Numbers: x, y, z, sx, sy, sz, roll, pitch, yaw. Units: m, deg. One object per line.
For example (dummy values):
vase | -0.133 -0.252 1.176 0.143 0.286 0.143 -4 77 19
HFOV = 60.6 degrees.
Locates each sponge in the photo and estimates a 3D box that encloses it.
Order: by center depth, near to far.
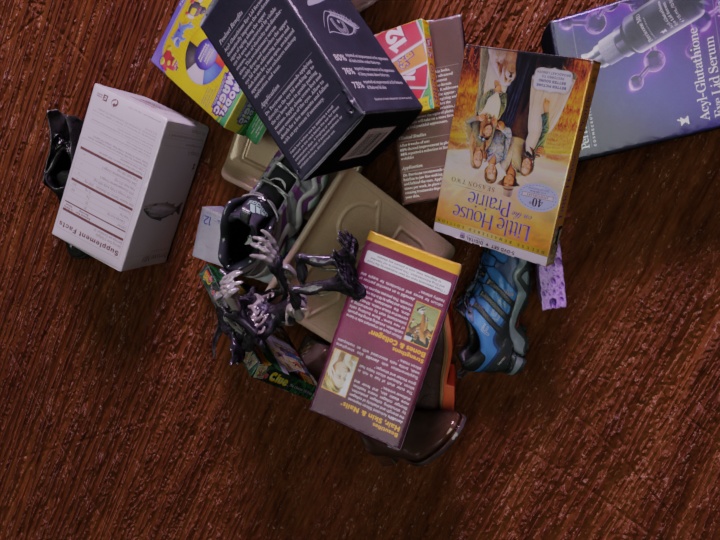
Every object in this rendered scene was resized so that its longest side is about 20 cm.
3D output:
sponge | 0.211 -0.065 0.715 0.029 0.111 0.208 -6 95 15

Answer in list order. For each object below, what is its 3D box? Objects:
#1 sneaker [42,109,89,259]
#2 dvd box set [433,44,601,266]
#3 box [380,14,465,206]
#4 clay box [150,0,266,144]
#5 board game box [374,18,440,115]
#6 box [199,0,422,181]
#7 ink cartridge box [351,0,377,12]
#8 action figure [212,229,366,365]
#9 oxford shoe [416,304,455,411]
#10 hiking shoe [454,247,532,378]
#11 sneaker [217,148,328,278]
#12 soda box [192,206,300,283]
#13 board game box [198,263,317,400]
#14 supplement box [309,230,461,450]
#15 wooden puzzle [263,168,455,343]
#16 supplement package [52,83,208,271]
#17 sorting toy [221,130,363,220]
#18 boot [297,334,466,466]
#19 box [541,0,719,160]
sneaker | -0.401 -0.112 0.853 0.058 0.104 0.206 17 100 9
dvd box set | 0.158 -0.124 0.655 0.143 0.029 0.207 21 111 34
box | 0.088 -0.188 0.749 0.097 0.075 0.208 -5 97 14
clay box | -0.174 -0.263 0.783 0.199 0.047 0.117 42 105 26
board game box | -0.004 -0.217 0.731 0.195 0.030 0.099 -7 94 33
box | -0.048 -0.215 0.652 0.104 0.147 0.203 -38 83 32
ink cartridge box | -0.038 -0.425 0.743 0.143 0.086 0.205 -26 90 14
action figure | -0.093 0.019 0.636 0.195 0.120 0.103 -24 119 20
oxford shoe | 0.083 0.095 0.773 0.070 0.071 0.207 -1 105 11
hiking shoe | 0.157 0.030 0.748 0.083 0.074 0.208 -4 96 -8
sneaker | -0.104 -0.079 0.707 0.076 0.140 0.205 25 98 9
soda box | -0.120 -0.024 0.821 0.194 0.063 0.071 18 101 10
board game box | -0.128 0.072 0.760 0.024 0.104 0.201 -50 45 10
supplement box | 0.031 0.074 0.685 0.107 0.086 0.206 19 90 9
wooden puzzle | 0.000 0.000 0.763 0.197 0.046 0.188 33 93 -27
supplement package | -0.304 -0.121 0.824 0.114 0.117 0.205 24 102 8
sorting toy | -0.072 -0.182 0.809 0.181 0.036 0.205 25 97 9
boot | 0.011 0.151 0.763 0.201 0.065 0.185 48 135 -8
box | 0.309 -0.212 0.671 0.193 0.104 0.153 -13 95 14
